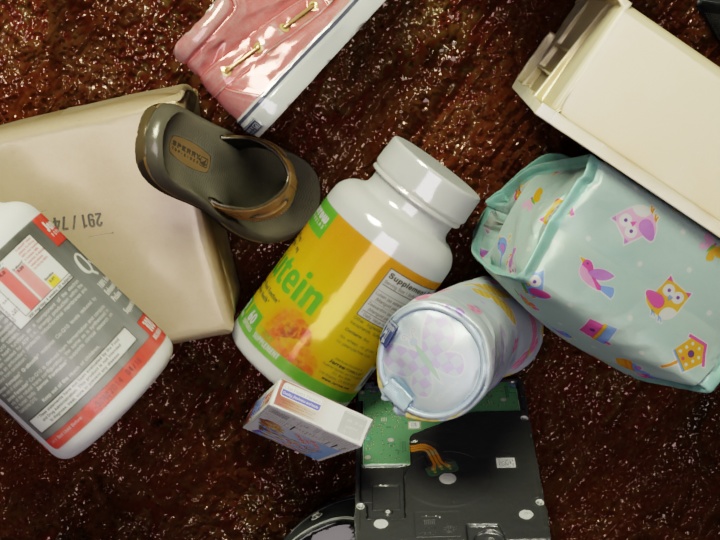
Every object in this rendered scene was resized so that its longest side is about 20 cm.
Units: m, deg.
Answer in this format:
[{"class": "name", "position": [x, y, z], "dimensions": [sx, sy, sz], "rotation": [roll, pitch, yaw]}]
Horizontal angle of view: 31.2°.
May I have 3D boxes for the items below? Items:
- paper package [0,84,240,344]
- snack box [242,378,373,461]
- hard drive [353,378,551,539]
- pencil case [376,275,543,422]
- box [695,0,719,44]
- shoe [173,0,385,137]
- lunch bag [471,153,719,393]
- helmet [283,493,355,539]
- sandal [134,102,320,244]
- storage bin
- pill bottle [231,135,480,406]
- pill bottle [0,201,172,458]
[{"class": "paper package", "position": [-0.206, -0.031, 0.995], "dimensions": [0.200, 0.103, 0.191], "rotation": [-11, 102, 2]}, {"class": "snack box", "position": [-0.045, 0.117, 0.981], "dimensions": [0.072, 0.200, 0.024], "rotation": [24, 76, -5]}, {"class": "hard drive", "position": [0.065, 0.153, 0.983], "dimensions": [0.140, 0.200, 0.038], "rotation": [-2, 120, 0]}, {"class": "pencil case", "position": [0.078, 0.055, 0.959], "dimensions": [0.083, 0.200, 0.091], "rotation": [31, 106, 14]}, {"class": "box", "position": [0.368, -0.198, 0.909], "dimensions": [0.200, 0.182, 0.104], "rotation": [-32, 101, 8]}, {"class": "shoe", "position": [-0.045, -0.197, 0.940], "dimensions": [0.091, 0.071, 0.200], "rotation": [43, 71, -10]}, {"class": "lunch bag", "position": [0.178, -0.001, 0.952], "dimensions": [0.170, 0.200, 0.122], "rotation": [32, 87, -9]}, {"class": "helmet", "position": [0.026, 0.265, 1.015], "dimensions": [0.200, 0.191, 0.200], "rotation": [-13, 114, -31]}, {"class": "sandal", "position": [-0.083, -0.073, 0.944], "dimensions": [0.055, 0.200, 0.082], "rotation": [-3, 72, 31]}, {"class": "storage bin", "position": [0.221, -0.107, 0.922], "dimensions": [0.200, 0.199, 0.094], "rotation": [32, 102, -6]}, {"class": "pill bottle", "position": [0.000, 0.000, 0.994], "dimensions": [0.111, 0.111, 0.200], "rotation": [35, 101, -7]}, {"class": "pill bottle", "position": [-0.238, 0.025, 0.897], "dimensions": [0.116, 0.116, 0.200], "rotation": [-42, 100, 9]}]
